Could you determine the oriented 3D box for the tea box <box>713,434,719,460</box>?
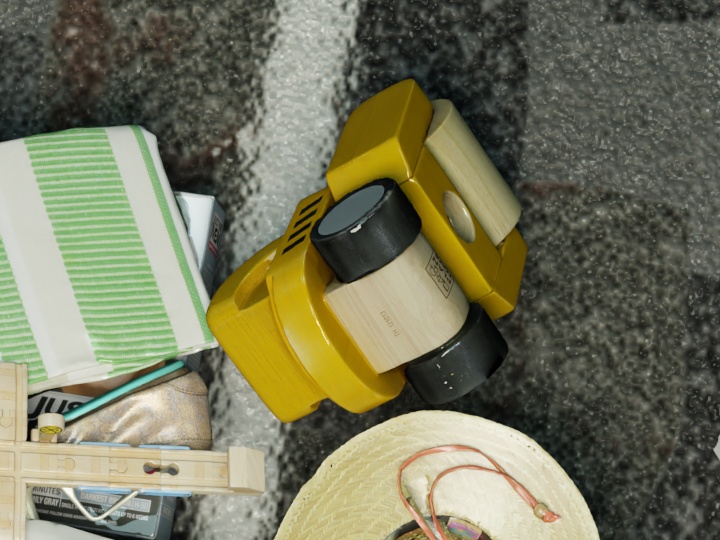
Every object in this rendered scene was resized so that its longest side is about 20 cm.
[{"bbox_3d":[0.312,0.082,1.640,0.196,0.200,0.134,-34,80,-4],"label":"tea box"}]

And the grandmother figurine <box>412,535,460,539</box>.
[{"bbox_3d":[0.018,0.229,1.708,0.121,0.061,0.201,12,84,33],"label":"grandmother figurine"}]

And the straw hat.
[{"bbox_3d":[0.040,0.185,1.642,0.200,0.085,0.202,2,71,-4],"label":"straw hat"}]

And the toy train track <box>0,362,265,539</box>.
[{"bbox_3d":[-0.147,0.101,1.614,0.199,0.033,0.115,4,68,-15],"label":"toy train track"}]

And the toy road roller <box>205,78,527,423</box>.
[{"bbox_3d":[0.000,0.000,1.688,0.146,0.200,0.123,-26,111,25],"label":"toy road roller"}]

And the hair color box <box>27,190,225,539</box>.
[{"bbox_3d":[-0.145,0.051,1.740,0.099,0.061,0.201,8,81,6],"label":"hair color box"}]

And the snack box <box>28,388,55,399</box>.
[{"bbox_3d":[-0.273,0.043,1.698,0.199,0.037,0.117,-22,76,-3],"label":"snack box"}]

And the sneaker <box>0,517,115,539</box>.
[{"bbox_3d":[-0.162,0.219,1.616,0.199,0.081,0.147,10,55,-19],"label":"sneaker"}]

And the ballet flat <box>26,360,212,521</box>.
[{"bbox_3d":[-0.173,0.113,1.664,0.199,0.068,0.067,-21,91,-5],"label":"ballet flat"}]

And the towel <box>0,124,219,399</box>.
[{"bbox_3d":[-0.190,0.000,1.674,0.199,0.023,0.153,-14,73,-19],"label":"towel"}]
